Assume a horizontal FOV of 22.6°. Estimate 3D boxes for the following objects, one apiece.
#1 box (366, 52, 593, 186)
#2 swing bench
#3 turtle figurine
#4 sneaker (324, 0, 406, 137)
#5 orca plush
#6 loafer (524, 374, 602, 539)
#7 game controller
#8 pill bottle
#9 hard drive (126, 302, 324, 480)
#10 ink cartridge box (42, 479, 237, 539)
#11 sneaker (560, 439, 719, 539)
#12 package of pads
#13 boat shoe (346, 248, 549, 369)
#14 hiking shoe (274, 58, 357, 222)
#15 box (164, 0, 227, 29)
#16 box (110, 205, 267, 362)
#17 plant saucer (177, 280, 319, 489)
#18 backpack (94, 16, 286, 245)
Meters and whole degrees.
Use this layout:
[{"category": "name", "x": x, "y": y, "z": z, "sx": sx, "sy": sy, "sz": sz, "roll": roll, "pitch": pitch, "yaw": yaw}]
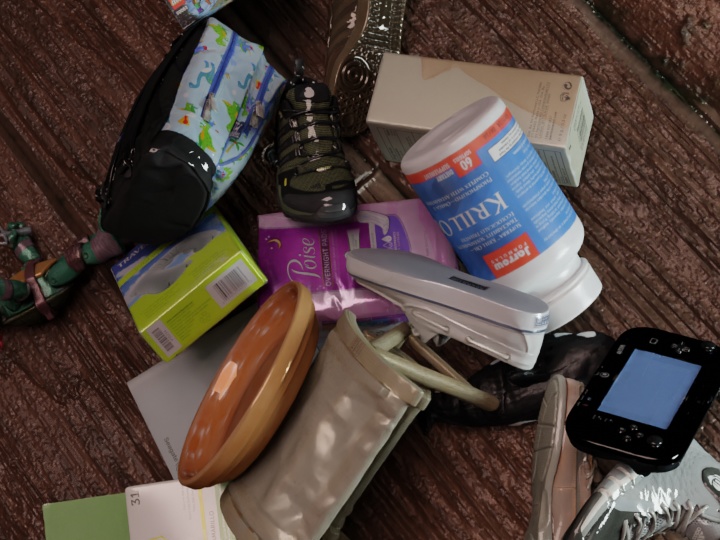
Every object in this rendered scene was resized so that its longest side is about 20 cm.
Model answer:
[{"category": "box", "x": 0.114, "y": -0.144, "z": 1.721, "sx": 0.198, "sy": 0.095, "sz": 0.079, "roll": 10, "pitch": 72, "yaw": 17}, {"category": "swing bench", "x": -0.010, "y": 0.151, "z": 1.561, "sx": 0.130, "sy": 0.200, "sz": 0.200, "roll": 39, "pitch": 101, "yaw": 24}, {"category": "turtle figurine", "x": -0.325, "y": 0.001, "z": 1.786, "sx": 0.198, "sy": 0.101, "sz": 0.150, "roll": -26, "pitch": 25, "yaw": 3}, {"category": "sneaker", "x": -0.001, "y": -0.231, "z": 1.806, "sx": 0.075, "sy": 0.070, "sz": 0.202, "roll": 12, "pitch": 85, "yaw": 58}, {"category": "orca plush", "x": 0.137, "y": 0.091, "z": 1.639, "sx": 0.198, "sy": 0.071, "sz": 0.106, "roll": -3, "pitch": 70, "yaw": 14}, {"category": "loafer", "x": 0.183, "y": 0.195, "z": 1.589, "sx": 0.062, "sy": 0.072, "sz": 0.202, "roll": 8, "pitch": 85, "yaw": -8}, {"category": "game controller", "x": 0.250, "y": 0.108, "z": 1.560, "sx": 0.103, "sy": 0.042, "sz": 0.200, "roll": 22, "pitch": 34, "yaw": 16}, {"category": "pill bottle", "x": 0.133, "y": -0.046, "z": 1.629, "sx": 0.112, "sy": 0.112, "sz": 0.201, "roll": -35, "pitch": 101, "yaw": 0}, {"category": "hard drive", "x": -0.111, "y": 0.111, "z": 1.723, "sx": 0.199, "sy": 0.027, "sz": 0.133, "roll": -32, "pitch": 66, "yaw": 2}, {"category": "ink cartridge box", "x": -0.201, "y": 0.272, "z": 1.665, "sx": 0.198, "sy": 0.048, "sz": 0.147, "roll": -9, "pitch": 80, "yaw": 9}, {"category": "sneaker", "x": 0.256, "y": 0.210, "z": 1.530, "sx": 0.115, "sy": 0.075, "sz": 0.200, "roll": 39, "pitch": 50, "yaw": 13}, {"category": "package of pads", "x": 0.000, "y": 0.000, "z": 1.691, "sx": 0.198, "sy": 0.076, "sz": 0.122, "roll": -5, "pitch": 64, "yaw": 1}, {"category": "boat shoe", "x": 0.070, "y": 0.035, "z": 1.596, "sx": 0.199, "sy": 0.073, "sz": 0.066, "roll": 21, "pitch": 110, "yaw": 29}, {"category": "hiking shoe", "x": -0.050, "y": -0.120, "z": 1.688, "sx": 0.075, "sy": 0.102, "sz": 0.201, "roll": -10, "pitch": 33, "yaw": -9}, {"category": "box", "x": -0.127, "y": -0.291, "z": 1.787, "sx": 0.136, "sy": 0.200, "sz": 0.038, "roll": -33, "pitch": 98, "yaw": 1}, {"category": "box", "x": -0.167, "y": 0.000, "z": 1.704, "sx": 0.122, "sy": 0.048, "sz": 0.200, "roll": -39, "pitch": 25, "yaw": -1}, {"category": "plant saucer", "x": -0.092, "y": 0.104, "z": 1.558, "sx": 0.037, "sy": 0.200, "sz": 0.201, "roll": 31, "pitch": 79, "yaw": -12}, {"category": "backpack", "x": -0.155, "y": -0.138, "z": 1.690, "sx": 0.152, "sy": 0.163, "sz": 0.202, "roll": 15, "pitch": 57, "yaw": -18}]
